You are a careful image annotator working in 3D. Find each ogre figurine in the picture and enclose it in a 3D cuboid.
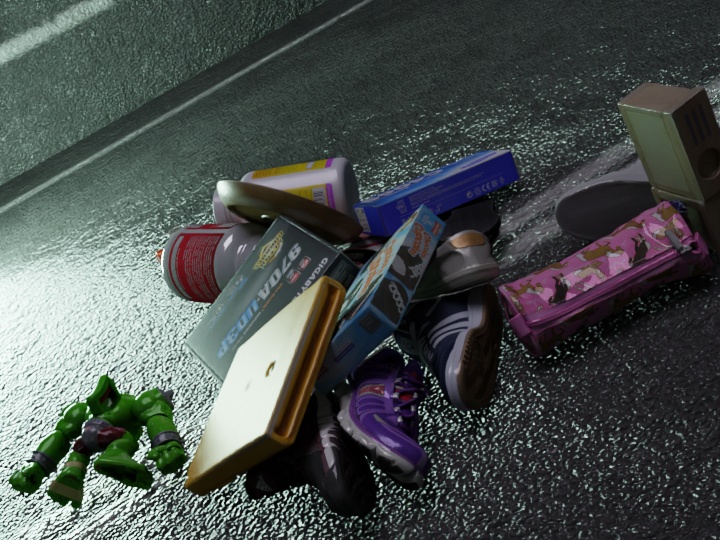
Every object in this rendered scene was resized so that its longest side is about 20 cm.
[{"bbox_3d":[-0.278,0.186,1.115,0.200,0.098,0.120,-28,33,27],"label":"ogre figurine"}]

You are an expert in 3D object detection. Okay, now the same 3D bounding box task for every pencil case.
[{"bbox_3d":[0.230,0.009,0.965,0.199,0.087,0.083,-27,55,1],"label":"pencil case"}]

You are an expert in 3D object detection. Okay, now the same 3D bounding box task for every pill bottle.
[{"bbox_3d":[-0.176,-0.009,1.381,0.200,0.113,0.112,2,37,48],"label":"pill bottle"},{"bbox_3d":[-0.107,-0.099,1.460,0.199,0.105,0.104,-7,28,13],"label":"pill bottle"}]

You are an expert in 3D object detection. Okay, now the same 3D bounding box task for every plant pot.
[{"bbox_3d":[-0.094,-0.070,1.313,0.200,0.200,0.028,6,77,51],"label":"plant pot"}]

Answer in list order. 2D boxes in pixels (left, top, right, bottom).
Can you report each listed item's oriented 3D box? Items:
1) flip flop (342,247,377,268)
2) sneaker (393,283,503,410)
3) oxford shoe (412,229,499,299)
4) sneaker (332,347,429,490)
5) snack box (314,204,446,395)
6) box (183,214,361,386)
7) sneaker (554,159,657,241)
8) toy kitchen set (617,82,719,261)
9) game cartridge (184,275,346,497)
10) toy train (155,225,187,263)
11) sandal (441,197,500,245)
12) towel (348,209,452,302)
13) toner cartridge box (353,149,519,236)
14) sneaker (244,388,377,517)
[{"bbox_3d":[0.000,0.000,1.198,0.199,0.058,0.081,-19,27,18],"label":"flip flop"},{"bbox_3d":[0.075,0.081,0.988,0.108,0.070,0.200,-12,20,19],"label":"sneaker"},{"bbox_3d":[0.091,-0.004,1.070,0.075,0.058,0.200,-14,-5,-16],"label":"oxford shoe"},{"bbox_3d":[0.027,0.122,0.922,0.083,0.081,0.200,-43,23,6],"label":"sneaker"},{"bbox_3d":[0.016,0.025,0.999,0.116,0.037,0.200,-46,8,35],"label":"snack box"},{"bbox_3d":[-0.105,0.045,1.176,0.200,0.046,0.159,-53,35,-3],"label":"box"},{"bbox_3d":[0.309,-0.095,1.114,0.199,0.074,0.116,-12,24,9],"label":"sneaker"},{"bbox_3d":[0.392,-0.124,0.941,0.200,0.181,0.163,-36,26,-11],"label":"toy kitchen set"},{"bbox_3d":[-0.095,0.116,0.973,0.200,0.032,0.177,-40,25,51],"label":"game cartridge"},{"bbox_3d":[-0.217,-0.045,1.576,0.199,0.056,0.150,-14,25,20],"label":"toy train"},{"bbox_3d":[0.138,-0.048,1.231,0.075,0.045,0.200,-7,14,13],"label":"sandal"},{"bbox_3d":[0.041,-0.008,1.270,0.144,0.023,0.200,-15,28,21],"label":"towel"},{"bbox_3d":[0.098,-0.102,1.318,0.199,0.043,0.095,-24,13,-17],"label":"toner cartridge box"},{"bbox_3d":[-0.054,0.189,0.923,0.115,0.076,0.200,-33,15,3],"label":"sneaker"}]
